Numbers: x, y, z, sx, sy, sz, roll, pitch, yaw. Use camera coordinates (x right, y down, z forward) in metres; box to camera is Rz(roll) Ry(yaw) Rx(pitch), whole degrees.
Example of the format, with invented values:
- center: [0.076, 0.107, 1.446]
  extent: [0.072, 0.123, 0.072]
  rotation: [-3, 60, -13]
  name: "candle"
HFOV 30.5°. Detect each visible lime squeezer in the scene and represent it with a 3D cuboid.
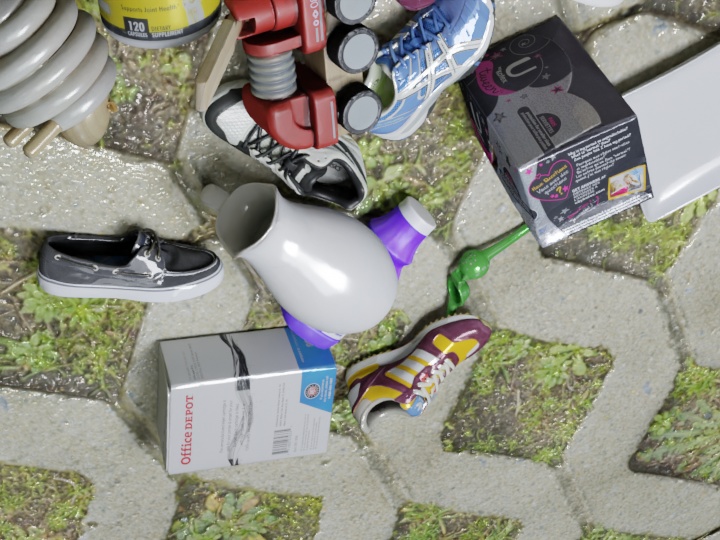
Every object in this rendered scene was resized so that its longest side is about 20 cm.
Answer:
- center: [0.132, 0.010, 1.576]
  extent: [0.070, 0.038, 0.201]
  rotation: [-12, 141, -56]
  name: "lime squeezer"

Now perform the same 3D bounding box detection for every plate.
- center: [0.388, -0.172, 1.510]
  extent: [0.199, 0.032, 0.200]
  rotation: [-28, 132, 5]
  name: "plate"

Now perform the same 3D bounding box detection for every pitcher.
- center: [-0.067, -0.023, 1.381]
  extent: [0.199, 0.171, 0.122]
  rotation: [33, 91, -37]
  name: "pitcher"

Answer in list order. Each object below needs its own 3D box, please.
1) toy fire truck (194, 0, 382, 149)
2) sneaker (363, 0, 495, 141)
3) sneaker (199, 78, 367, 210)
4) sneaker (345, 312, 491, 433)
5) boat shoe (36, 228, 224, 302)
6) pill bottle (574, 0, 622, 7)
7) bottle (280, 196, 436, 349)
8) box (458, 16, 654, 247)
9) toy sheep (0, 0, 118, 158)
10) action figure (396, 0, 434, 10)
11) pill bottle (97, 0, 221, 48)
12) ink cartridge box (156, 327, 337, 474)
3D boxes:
- center: [-0.081, -0.186, 1.220]
  extent: [0.198, 0.129, 0.178]
  rotation: [-21, 129, -23]
  name: "toy fire truck"
- center: [0.062, -0.211, 1.315]
  extent: [0.077, 0.076, 0.201]
  rotation: [0, 131, -52]
  name: "sneaker"
- center: [-0.069, -0.126, 1.344]
  extent: [0.199, 0.088, 0.076]
  rotation: [21, 121, -31]
  name: "sneaker"
- center: [0.077, 0.129, 1.595]
  extent: [0.199, 0.091, 0.075]
  rotation: [-29, 139, 18]
  name: "sneaker"
- center: [-0.241, -0.014, 1.394]
  extent: [0.198, 0.070, 0.067]
  rotation: [2, 130, -12]
  name: "boat shoe"
- center: [0.238, -0.360, 1.237]
  extent: [0.115, 0.117, 0.201]
  rotation: [7, 127, -25]
  name: "pill bottle"
- center: [0.000, 0.000, 1.489]
  extent: [0.083, 0.066, 0.200]
  rotation: [33, 112, -34]
  name: "bottle"
- center: [0.193, -0.145, 1.346]
  extent: [0.131, 0.201, 0.115]
  rotation: [-24, 131, 1]
  name: "box"
- center: [-0.294, -0.190, 1.179]
  extent: [0.137, 0.138, 0.201]
  rotation: [-31, 127, 7]
  name: "toy sheep"
- center: [0.065, -0.286, 1.216]
  extent: [0.132, 0.151, 0.200]
  rotation: [-5, 163, -4]
  name: "action figure"
- center: [-0.182, -0.303, 1.135]
  extent: [0.111, 0.112, 0.201]
  rotation: [-12, 132, -10]
  name: "pill bottle"
- center: [-0.137, 0.151, 1.553]
  extent: [0.198, 0.085, 0.146]
  rotation: [-6, 130, -17]
  name: "ink cartridge box"
